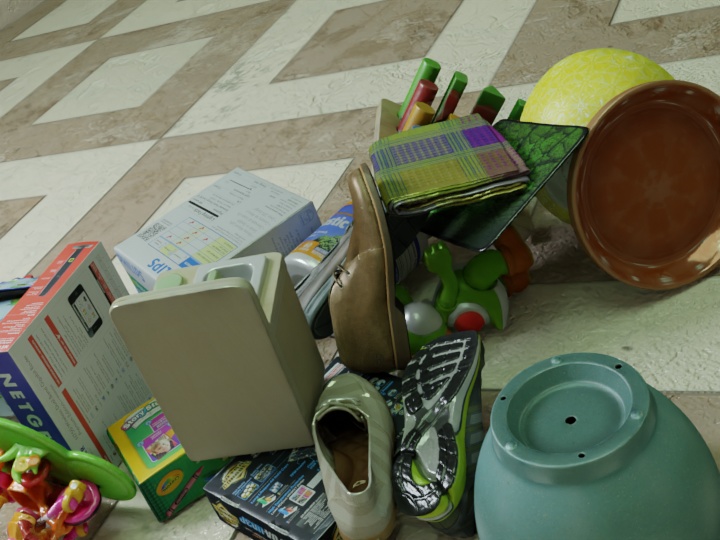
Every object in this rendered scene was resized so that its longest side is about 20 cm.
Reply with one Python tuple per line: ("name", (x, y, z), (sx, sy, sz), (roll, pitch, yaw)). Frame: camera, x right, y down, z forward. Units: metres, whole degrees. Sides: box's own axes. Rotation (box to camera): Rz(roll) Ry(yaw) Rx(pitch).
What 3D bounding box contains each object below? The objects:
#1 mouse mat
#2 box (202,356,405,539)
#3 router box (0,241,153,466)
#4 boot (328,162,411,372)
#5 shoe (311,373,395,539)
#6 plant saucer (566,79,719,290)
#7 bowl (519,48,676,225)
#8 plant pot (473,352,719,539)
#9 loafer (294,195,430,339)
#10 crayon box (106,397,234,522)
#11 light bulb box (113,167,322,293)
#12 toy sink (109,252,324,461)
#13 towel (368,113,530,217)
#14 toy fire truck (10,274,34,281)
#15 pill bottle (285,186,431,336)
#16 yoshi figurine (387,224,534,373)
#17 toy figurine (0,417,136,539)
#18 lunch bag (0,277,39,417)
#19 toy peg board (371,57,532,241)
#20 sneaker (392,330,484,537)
("mouse mat", (0.133, -0.092, 1.004), (0.161, 0.008, 0.200), (-49, 20, -5))
("box", (-0.026, 0.174, 0.920), (0.158, 0.046, 0.200), (12, 45, 45))
("router box", (-0.297, 0.102, 1.058), (0.048, 0.202, 0.180), (-4, 35, 26))
("boot", (0.000, 0.000, 0.950), (0.074, 0.203, 0.074), (-8, 3, 5))
("shoe", (-0.005, 0.146, 0.851), (0.069, 0.054, 0.201), (-19, 32, 4))
("plant saucer", (0.293, -0.083, 0.967), (0.198, 0.203, 0.032), (-26, 14, -7))
("bowl", (0.244, -0.118, 1.033), (0.198, 0.203, 0.108), (0, 28, 33))
("plant pot", (0.169, 0.150, 0.744), (0.197, 0.135, 0.201), (-17, 31, 11))
("loafer", (-0.006, -0.024, 1.023), (0.063, 0.072, 0.201), (35, 82, 35))
("crayon box", (-0.152, 0.155, 1.022), (0.199, 0.059, 0.119), (-33, 32, -16))
("light bulb box", (-0.164, -0.008, 1.217), (0.199, 0.126, 0.197), (-36, 34, -20))
("toy sink", (-0.122, 0.061, 0.900), (0.128, 0.202, 0.113), (-10, 38, 13))
("towel", (0.082, -0.109, 1.008), (0.141, 0.023, 0.201), (-14, 26, -1))
("toy fire truck", (-0.503, 0.073, 1.391), (0.197, 0.049, 0.142), (-21, 32, 5))
("pill bottle", (0.008, -0.026, 1.145), (0.111, 0.113, 0.200), (12, 46, 44))
("yoshi figurine", (0.079, 0.023, 1.041), (0.199, 0.113, 0.112), (-33, 16, -13))
("toy figurine", (-0.337, 0.262, 0.937), (0.197, 0.151, 0.186), (8, 53, 19))
("lunch bag", (-0.405, 0.073, 1.234), (0.167, 0.129, 0.201), (-6, 36, 12))
("toy peg board", (0.123, -0.157, 1.178), (0.197, 0.099, 0.200), (21, 31, -9))
("sneaker", (0.077, 0.139, 0.856), (0.073, 0.081, 0.202), (-12, 43, 29))
